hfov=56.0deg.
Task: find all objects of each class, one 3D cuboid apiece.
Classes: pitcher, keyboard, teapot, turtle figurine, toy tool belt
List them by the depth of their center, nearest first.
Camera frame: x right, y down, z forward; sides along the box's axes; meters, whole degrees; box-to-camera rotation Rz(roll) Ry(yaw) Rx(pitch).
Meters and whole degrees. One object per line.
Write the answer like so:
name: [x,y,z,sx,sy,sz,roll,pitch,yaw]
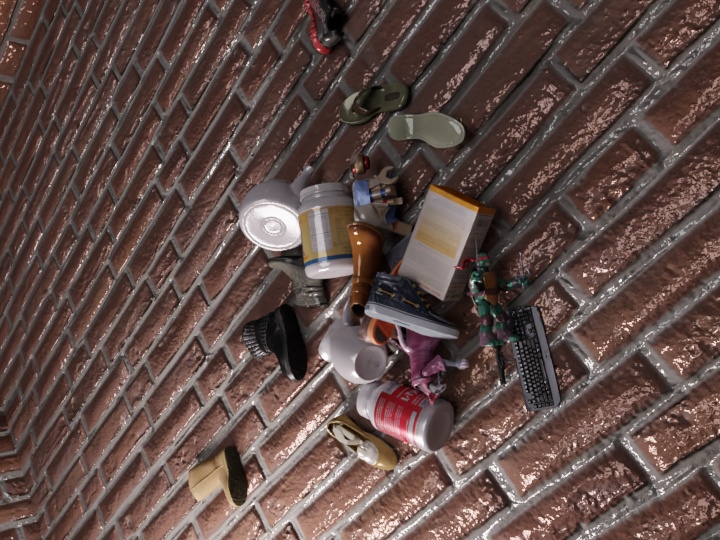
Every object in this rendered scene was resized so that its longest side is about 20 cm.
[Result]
turtle figurine: [0.253,0.038,1.293,0.100,0.148,0.202,-9,89,61]
keyboard: [0.312,0.175,1.327,0.126,0.020,0.202,-20,75,39]
toy tool belt: [0.048,-0.169,1.517,0.121,0.125,0.203,-7,88,9]
pitcher: [-0.010,0.155,1.531,0.200,0.120,0.173,24,98,64]
teapot: [-0.209,-0.155,1.704,0.197,0.199,0.147,1,45,6]

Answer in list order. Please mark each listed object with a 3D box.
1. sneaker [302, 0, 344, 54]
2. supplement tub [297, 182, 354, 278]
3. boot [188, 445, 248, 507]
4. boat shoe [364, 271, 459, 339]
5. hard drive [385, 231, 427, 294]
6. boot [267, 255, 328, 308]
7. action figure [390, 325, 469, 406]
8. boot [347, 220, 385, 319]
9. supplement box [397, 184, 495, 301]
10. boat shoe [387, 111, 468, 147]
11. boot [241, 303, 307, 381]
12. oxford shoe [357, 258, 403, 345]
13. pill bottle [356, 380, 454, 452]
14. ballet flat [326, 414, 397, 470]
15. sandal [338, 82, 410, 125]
sneaker: [-0.085,-0.637,1.653,0.097,0.070,0.203,-16,81,40]
supplement tub: [-0.069,-0.091,1.581,0.144,0.144,0.202,-15,79,39]
boot: [-0.406,0.609,1.917,0.200,0.066,0.177,-38,53,33]
boat shoe: [0.112,0.070,1.355,0.071,0.198,0.092,135,153,-73]
hard drive: [0.152,-0.028,1.454,0.199,0.042,0.136,-36,67,34]
boot: [-0.164,0.030,1.717,0.199,0.067,0.132,5,98,42]
action figure: [0.128,0.181,1.398,0.134,0.147,0.201,121,154,-44]
boot: [0.000,0.000,1.458,0.076,0.201,0.157,9,63,14]
supplement box: [0.171,-0.055,1.362,0.126,0.073,0.202,32,110,34]
boat shoe: [0.151,-0.304,1.448,0.200,0.060,0.073,17,112,40]
boot: [-0.223,0.206,1.749,0.157,0.079,0.213,-30,60,29]
oxford shoe: [0.050,0.060,1.427,0.073,0.071,0.201,0,54,50]
pill bottle: [0.092,0.304,1.455,0.199,0.112,0.114,14,98,40]
ballet flat: [-0.003,0.404,1.568,0.199,0.063,0.069,26,106,38]
sandal: [0.023,-0.393,1.562,0.200,0.057,0.081,-9,83,40]
